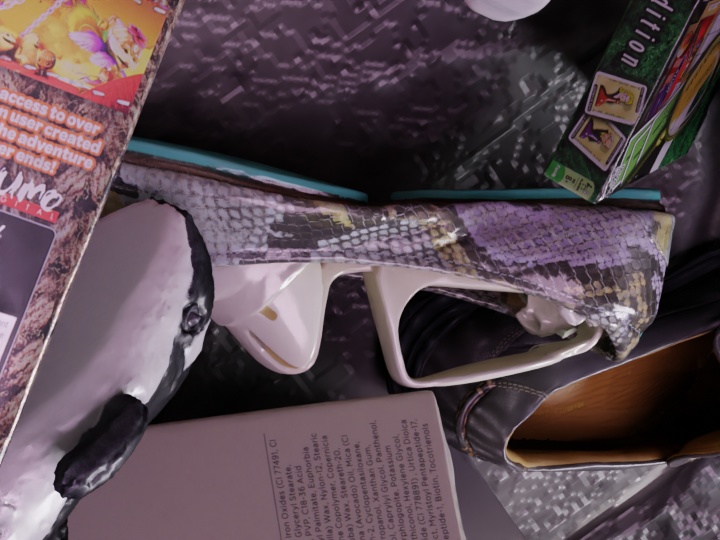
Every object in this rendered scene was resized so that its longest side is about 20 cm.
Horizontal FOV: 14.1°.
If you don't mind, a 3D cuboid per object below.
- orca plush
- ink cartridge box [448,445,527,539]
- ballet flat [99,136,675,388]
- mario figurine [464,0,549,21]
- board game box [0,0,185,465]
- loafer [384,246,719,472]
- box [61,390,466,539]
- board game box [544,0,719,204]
[{"bbox_3d":[-0.098,0.074,0.800,0.071,0.105,0.200,58,46,-39],"label":"orca plush"},{"bbox_3d":[-0.033,0.164,0.968,0.200,0.086,0.146,-19,126,-12],"label":"ink cartridge box"},{"bbox_3d":[0.000,0.000,0.872,0.200,0.072,0.072,6,117,-18],"label":"ballet flat"},{"bbox_3d":[0.031,-0.150,0.784,0.200,0.123,0.106,-42,140,-1],"label":"mario figurine"},{"bbox_3d":[-0.142,-0.065,0.720,0.159,0.097,0.200,21,93,-29],"label":"board game box"},{"bbox_3d":[0.110,0.039,0.964,0.200,0.072,0.073,-7,121,-22],"label":"loafer"},{"bbox_3d":[-0.069,0.096,0.873,0.200,0.082,0.068,-6,152,-6],"label":"box"},{"bbox_3d":[0.120,-0.117,0.865,0.023,0.105,0.200,30,110,11],"label":"board game box"}]
